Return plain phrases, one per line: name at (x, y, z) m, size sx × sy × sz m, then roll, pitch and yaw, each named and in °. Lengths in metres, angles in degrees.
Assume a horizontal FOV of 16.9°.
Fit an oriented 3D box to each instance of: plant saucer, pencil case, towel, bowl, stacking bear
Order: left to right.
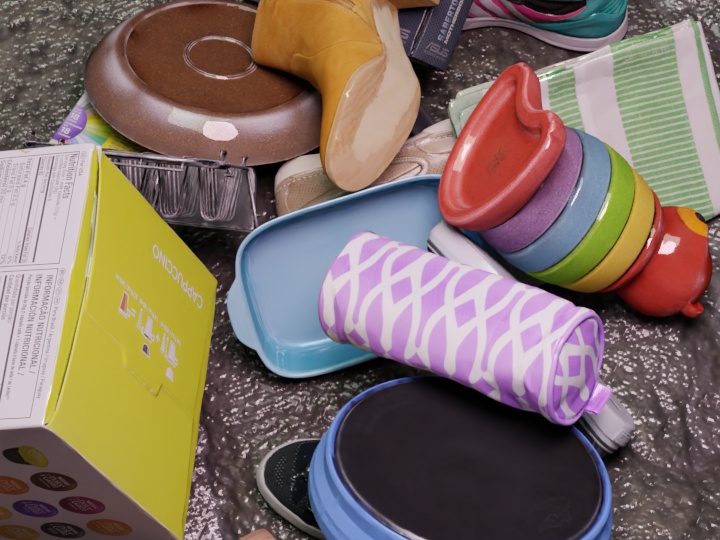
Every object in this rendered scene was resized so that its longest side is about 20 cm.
plant saucer at (-0.106, -0.149, 1.811) m, size 0.200 × 0.032 × 0.200 m, roll 6°, pitch 39°, yaw -5°
pencil case at (0.065, 0.039, 1.606) m, size 0.200 × 0.086 × 0.084 m, roll 21°, pitch 60°, yaw 31°
bowl at (0.067, 0.139, 1.562) m, size 0.200 × 0.039 × 0.201 m, roll 8°, pitch 34°, yaw -6°
stacking bear at (0.163, -0.035, 1.686) m, size 0.114 × 0.200 × 0.122 m, roll -51°, pitch 27°, yaw 18°
towel at (0.172, -0.083, 1.744) m, size 0.200 × 0.023 × 0.153 m, roll -20°, pitch 102°, yaw -12°

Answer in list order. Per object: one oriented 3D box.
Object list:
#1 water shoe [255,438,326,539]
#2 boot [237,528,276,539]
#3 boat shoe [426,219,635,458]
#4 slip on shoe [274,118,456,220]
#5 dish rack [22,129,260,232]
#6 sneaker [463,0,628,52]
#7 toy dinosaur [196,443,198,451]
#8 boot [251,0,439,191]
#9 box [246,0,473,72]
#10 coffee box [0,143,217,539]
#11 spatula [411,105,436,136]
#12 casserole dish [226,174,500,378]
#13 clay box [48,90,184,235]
water shoe at (0.023, 0.150, 1.630) m, size 0.200 × 0.079 × 0.072 m, roll 19°, pitch 61°, yaw 15°
boot at (-0.089, 0.275, 1.567) m, size 0.200 × 0.074 × 0.155 m, roll -35°, pitch 66°, yaw -14°
boat shoe at (0.101, 0.056, 1.666) m, size 0.071 × 0.072 × 0.200 m, roll -41°, pitch 77°, yaw 9°
slip on shoe at (0.036, -0.061, 1.760) m, size 0.199 × 0.076 × 0.061 m, roll -9°, pitch 46°, yaw 3°
dish rack at (-0.150, -0.060, 1.650) m, size 0.153 × 0.200 × 0.055 m, roll 5°, pitch 90°, yaw 3°
sneaker at (0.106, -0.233, 1.838) m, size 0.199 × 0.121 × 0.084 m, roll 10°, pitch 59°, yaw 10°
toy dinosaur at (-0.176, 0.097, 1.690) m, size 0.101 × 0.058 × 0.200 m, roll -21°, pitch 59°, yaw -8°
boot at (-0.025, -0.147, 1.746) m, size 0.144 × 0.071 × 0.202 m, roll 2°, pitch 64°, yaw 42°
box at (0.007, -0.253, 1.828) m, size 0.200 × 0.051 × 0.158 m, roll 24°, pitch 93°, yaw 36°
coffee box at (-0.228, 0.057, 1.592) m, size 0.197 × 0.200 × 0.200 m, roll -5°, pitch 61°, yaw 22°
spatula at (0.023, -0.144, 1.847) m, size 0.056 × 0.021 × 0.200 m, roll -30°, pitch 62°, yaw -9°
casserole dish at (0.000, 0.000, 1.716) m, size 0.199 × 0.121 × 0.039 m, roll -18°, pitch 18°, yaw -8°
clay box at (-0.183, -0.060, 1.793) m, size 0.115 × 0.048 × 0.200 m, roll 24°, pitch 61°, yaw 16°
